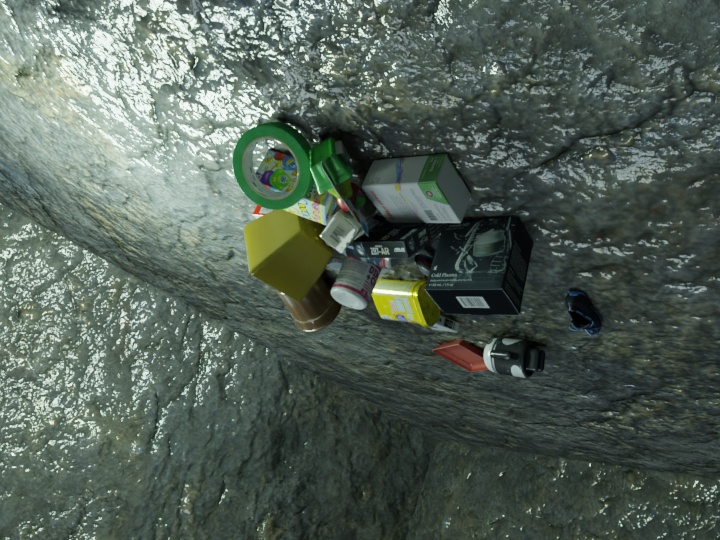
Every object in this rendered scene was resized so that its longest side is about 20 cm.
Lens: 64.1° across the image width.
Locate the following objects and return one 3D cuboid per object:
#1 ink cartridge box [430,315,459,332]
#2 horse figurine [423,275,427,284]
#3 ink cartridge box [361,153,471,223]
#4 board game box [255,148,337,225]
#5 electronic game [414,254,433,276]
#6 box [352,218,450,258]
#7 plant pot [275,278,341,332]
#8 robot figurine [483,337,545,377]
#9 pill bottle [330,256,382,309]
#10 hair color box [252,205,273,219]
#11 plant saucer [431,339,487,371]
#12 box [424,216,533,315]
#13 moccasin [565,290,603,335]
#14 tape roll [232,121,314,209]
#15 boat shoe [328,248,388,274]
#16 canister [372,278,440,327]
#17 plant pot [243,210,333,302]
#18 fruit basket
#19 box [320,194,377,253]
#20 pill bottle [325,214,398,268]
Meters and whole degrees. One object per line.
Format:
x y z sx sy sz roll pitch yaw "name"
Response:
0.246 0.171 1.951 0.099 0.040 0.199 4 168 38 "ink cartridge box"
0.253 0.049 1.708 0.199 0.050 0.132 28 178 -33 "horse figurine"
0.126 -0.180 1.299 0.199 0.084 0.145 4 150 38 "ink cartridge box"
-0.161 -0.212 1.474 0.199 0.104 0.105 20 157 8 "board game box"
0.236 0.009 1.557 0.199 0.042 0.200 26 -166 -7 "electronic game"
0.100 -0.090 1.384 0.159 0.200 0.044 2 117 42 "box"
-0.196 0.085 2.068 0.199 0.201 0.199 6 145 35 "plant pot"
0.510 0.288 1.918 0.199 0.125 0.151 1 132 41 "robot figurine"
0.000 0.000 1.662 0.113 0.201 0.114 19 158 8 "pill bottle"
-0.231 -0.133 1.770 0.101 0.062 0.200 7 151 33 "hair color box"
0.404 0.324 2.204 0.199 0.037 0.200 29 157 -14 "plant saucer"
0.284 -0.008 1.365 0.199 0.198 0.124 -2 145 37 "box"
0.593 0.129 1.557 0.080 0.069 0.200 -2 147 45 "moccasin"
-0.205 -0.247 1.365 0.199 0.048 0.202 7 116 15 "tape roll"
-0.003 -0.033 1.770 0.199 0.066 0.073 10 156 -26 "boat shoe"
0.142 0.099 1.854 0.199 0.086 0.149 4 125 44 "canister"
-0.193 -0.067 1.637 0.176 0.201 0.200 -37 134 19 "plant pot"
-0.033 -0.197 1.305 0.093 0.186 0.200 -33 120 16 "fruit basket"
-0.023 -0.122 1.408 0.068 0.200 0.082 37 116 -1 "box"
0.010 -0.086 1.573 0.198 0.120 0.120 16 156 17 "pill bottle"
